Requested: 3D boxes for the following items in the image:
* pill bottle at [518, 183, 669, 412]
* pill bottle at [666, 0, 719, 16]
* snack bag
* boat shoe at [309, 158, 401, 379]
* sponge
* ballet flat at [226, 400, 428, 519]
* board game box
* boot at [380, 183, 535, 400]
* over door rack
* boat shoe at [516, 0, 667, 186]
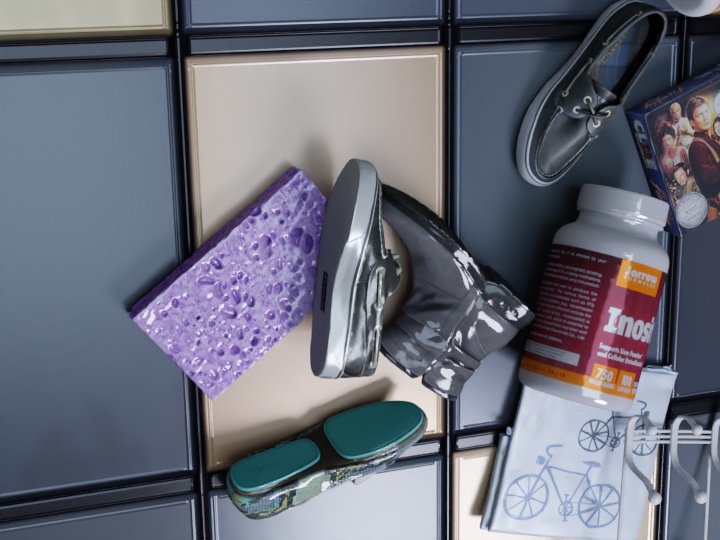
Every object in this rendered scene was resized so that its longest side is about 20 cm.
[{"bbox_3d":[0.227,0.025,1.130,0.113,0.113,0.201,14,90,-22],"label":"pill bottle"},{"bbox_3d":[0.379,-0.314,1.103,0.199,0.112,0.113,-19,109,-13],"label":"pill bottle"},{"bbox_3d":[0.226,0.182,1.227,0.188,0.021,0.201,9,98,-22],"label":"snack bag"},{"bbox_3d":[0.000,0.000,1.047,0.063,0.071,0.201,3,110,-20],"label":"boat shoe"},{"bbox_3d":[-0.096,0.012,1.066,0.200,0.030,0.112,-42,114,-6],"label":"sponge"},{"bbox_3d":[-0.030,0.180,1.121,0.199,0.074,0.075,-17,108,-13],"label":"ballet flat"},{"bbox_3d":[0.374,-0.139,1.188,0.199,0.035,0.136,-28,111,-11],"label":"board game box"},{"bbox_3d":[0.055,0.026,1.105,0.200,0.070,0.132,43,100,-12],"label":"boot"},{"bbox_3d":[0.327,0.251,1.236,0.147,0.067,0.201,6,99,-33],"label":"over door rack"},{"bbox_3d":[0.216,-0.167,1.114,0.069,0.057,0.200,31,92,-23],"label":"boat shoe"}]
